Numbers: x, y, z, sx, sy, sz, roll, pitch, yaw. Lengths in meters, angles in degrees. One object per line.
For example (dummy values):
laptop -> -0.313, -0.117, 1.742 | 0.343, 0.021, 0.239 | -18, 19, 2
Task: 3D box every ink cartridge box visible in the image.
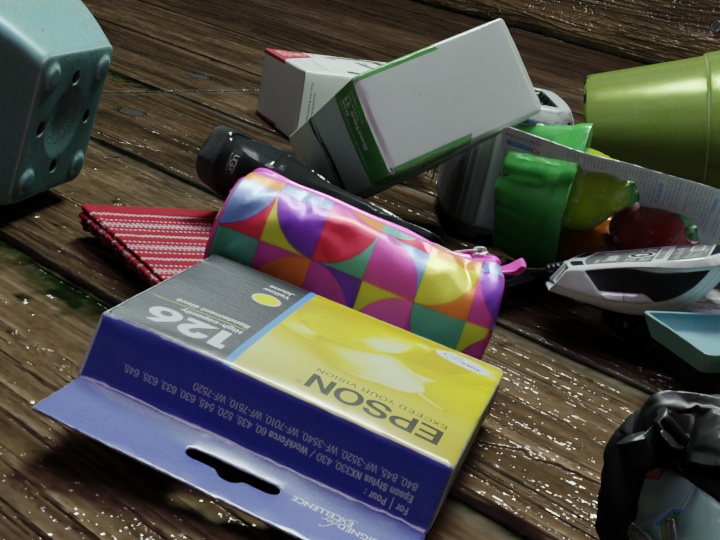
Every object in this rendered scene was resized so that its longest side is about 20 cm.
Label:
ink cartridge box -> 0.038, -0.122, 0.994 | 0.145, 0.084, 0.200 | -25, 1, -20
ink cartridge box -> -0.006, -0.202, 1.409 | 0.197, 0.084, 0.147 | 2, 19, -26
ink cartridge box -> -0.035, 0.062, 0.624 | 0.195, 0.048, 0.200 | 23, 17, 10

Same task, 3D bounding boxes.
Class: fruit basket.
fruit basket -> 0.207, -0.046, 0.950 | 0.197, 0.095, 0.186 | 11, -23, 11

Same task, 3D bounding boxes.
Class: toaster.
toaster -> 0.138, -0.105, 1.126 | 0.112, 0.131, 0.200 | 9, 18, -3

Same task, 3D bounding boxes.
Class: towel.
towel -> -0.103, -0.003, 0.847 | 0.143, 0.023, 0.199 | 0, 23, -37

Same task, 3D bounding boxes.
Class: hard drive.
hard drive -> 0.285, 0.059, 0.870 | 0.138, 0.038, 0.200 | 5, 18, -20

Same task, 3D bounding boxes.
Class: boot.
boot -> -0.012, -0.037, 0.923 | 0.198, 0.066, 0.164 | 25, 4, 22

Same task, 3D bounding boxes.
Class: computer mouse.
computer mouse -> 0.174, 0.012, 0.867 | 0.197, 0.045, 0.109 | -4, 9, 25

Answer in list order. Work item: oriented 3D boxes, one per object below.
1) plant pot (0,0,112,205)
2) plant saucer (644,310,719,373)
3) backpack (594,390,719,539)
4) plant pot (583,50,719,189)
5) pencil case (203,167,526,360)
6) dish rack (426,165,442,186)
plant pot -> -0.310, -0.150, 0.912 | 0.198, 0.199, 0.196 | 23, 19, 7
plant saucer -> 0.289, 0.051, 0.807 | 0.197, 0.019, 0.070 | 2, 21, -25
backpack -> 0.204, 0.129, 0.462 | 0.164, 0.129, 0.200 | -9, 25, -21
plant pot -> 0.362, -0.171, 1.421 | 0.187, 0.203, 0.200 | 1, 16, 11
pencil case -> 0.000, 0.000, 0.760 | 0.197, 0.090, 0.088 | 19, 18, 1
dish rack -> 0.114, -0.125, 1.301 | 0.197, 0.055, 0.154 | 6, 17, -10
